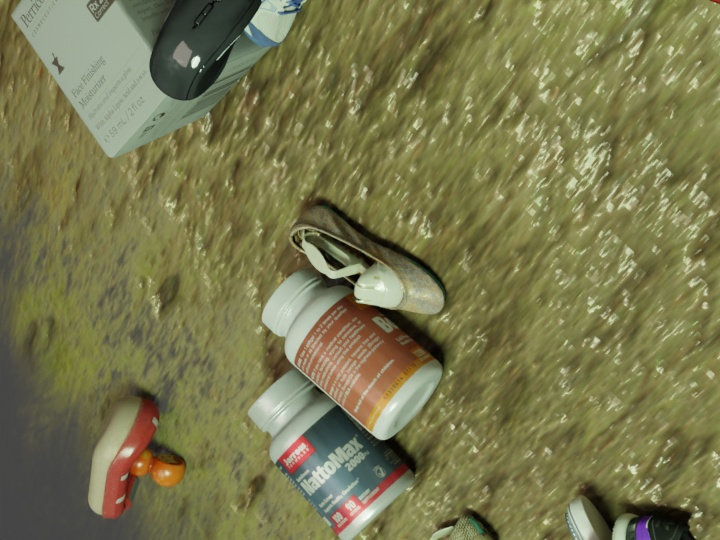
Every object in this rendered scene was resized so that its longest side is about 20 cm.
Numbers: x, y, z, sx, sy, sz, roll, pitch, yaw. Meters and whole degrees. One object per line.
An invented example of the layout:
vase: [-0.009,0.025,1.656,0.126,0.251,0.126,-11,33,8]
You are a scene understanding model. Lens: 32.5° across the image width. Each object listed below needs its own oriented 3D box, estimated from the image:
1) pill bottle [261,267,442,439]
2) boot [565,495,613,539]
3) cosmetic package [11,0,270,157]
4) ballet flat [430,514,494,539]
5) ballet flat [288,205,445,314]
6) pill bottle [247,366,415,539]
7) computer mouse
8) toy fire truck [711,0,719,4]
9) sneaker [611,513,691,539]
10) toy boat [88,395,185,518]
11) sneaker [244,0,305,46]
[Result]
pill bottle: [-0.013,0.090,1.413,0.200,0.112,0.112,40,135,16]
boot: [0.249,0.347,1.345,0.090,0.073,0.200,-26,98,17]
cosmetic package: [-0.239,-0.266,1.356,0.200,0.165,0.165,54,136,1]
ballet flat: [0.103,0.367,1.526,0.075,0.068,0.200,57,136,31]
ballet flat: [0.000,0.000,1.379,0.200,0.067,0.068,32,133,23]
pill bottle: [-0.041,0.219,1.511,0.200,0.120,0.120,47,137,9]
computer mouse: [-0.163,-0.274,1.204,0.140,0.046,0.200,42,101,3]
toy fire truck: [0.258,-0.307,0.947,0.200,0.112,0.168,31,108,23]
sneaker: [0.340,0.344,1.285,0.099,0.070,0.200,-16,104,43]
toy boat: [-0.322,0.281,1.821,0.130,0.131,0.200,15,131,-2]
sneaker: [-0.066,-0.302,1.247,0.088,0.075,0.200,36,134,20]
